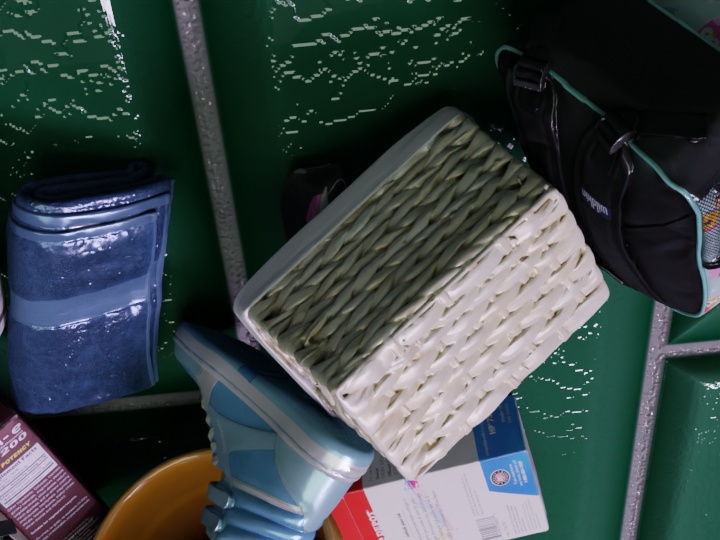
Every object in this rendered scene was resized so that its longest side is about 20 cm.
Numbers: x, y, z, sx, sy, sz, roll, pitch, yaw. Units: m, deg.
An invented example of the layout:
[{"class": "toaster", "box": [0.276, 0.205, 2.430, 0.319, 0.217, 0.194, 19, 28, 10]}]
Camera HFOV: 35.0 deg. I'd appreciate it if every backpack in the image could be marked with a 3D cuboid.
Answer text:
[{"class": "backpack", "box": [0.188, -0.074, 0.703, 0.153, 0.176, 0.200, -38, 144, -12]}]

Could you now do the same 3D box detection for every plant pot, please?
[{"class": "plant pot", "box": [-0.093, 0.267, 0.914, 0.200, 0.200, 0.183, -14, 148, 7]}]

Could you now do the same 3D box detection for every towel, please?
[{"class": "towel", "box": [-0.193, 0.019, 0.807, 0.112, 0.049, 0.200, -15, 138, -30]}]

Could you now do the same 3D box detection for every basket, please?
[{"class": "basket", "box": [0.044, 0.018, 0.736, 0.200, 0.123, 0.136, -42, 134, -5]}]

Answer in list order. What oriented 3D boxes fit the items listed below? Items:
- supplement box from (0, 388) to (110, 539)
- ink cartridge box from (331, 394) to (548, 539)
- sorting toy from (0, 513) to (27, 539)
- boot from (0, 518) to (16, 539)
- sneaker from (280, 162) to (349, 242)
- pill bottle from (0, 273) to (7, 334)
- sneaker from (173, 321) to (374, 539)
[{"class": "supplement box", "box": [-0.261, 0.168, 0.909, 0.061, 0.109, 0.200, -41, 130, -16]}, {"class": "ink cartridge box", "box": [0.052, 0.190, 0.992, 0.200, 0.067, 0.116, -14, 130, 7]}, {"class": "sorting toy", "box": [-0.387, 0.235, 0.959, 0.200, 0.070, 0.199, -9, 133, 22]}, {"class": "boot", "box": [-0.331, 0.159, 0.816, 0.198, 0.073, 0.163, -15, 115, 53]}, {"class": "sneaker", "box": [0.000, 0.000, 0.829, 0.086, 0.080, 0.200, -20, 136, -12]}, {"class": "pill bottle", "box": [-0.299, 0.003, 0.765, 0.111, 0.111, 0.200, 0, 131, -5]}, {"class": "sneaker", "box": [-0.094, 0.130, 0.830, 0.080, 0.200, 0.131, 21, 101, -50]}]
